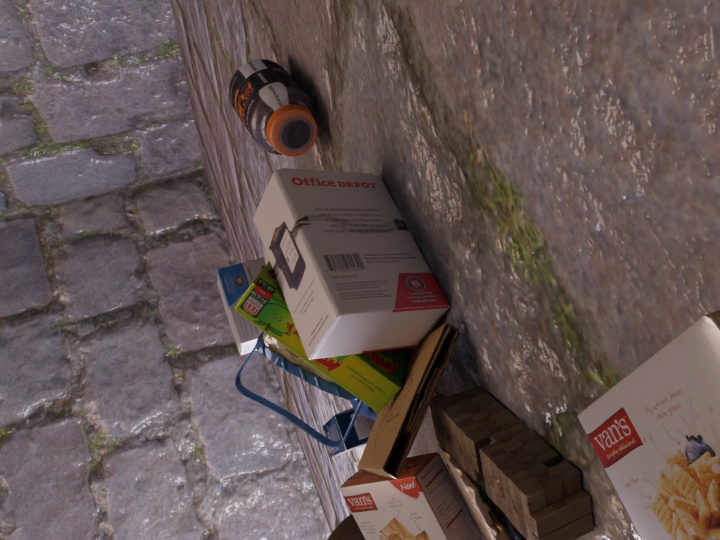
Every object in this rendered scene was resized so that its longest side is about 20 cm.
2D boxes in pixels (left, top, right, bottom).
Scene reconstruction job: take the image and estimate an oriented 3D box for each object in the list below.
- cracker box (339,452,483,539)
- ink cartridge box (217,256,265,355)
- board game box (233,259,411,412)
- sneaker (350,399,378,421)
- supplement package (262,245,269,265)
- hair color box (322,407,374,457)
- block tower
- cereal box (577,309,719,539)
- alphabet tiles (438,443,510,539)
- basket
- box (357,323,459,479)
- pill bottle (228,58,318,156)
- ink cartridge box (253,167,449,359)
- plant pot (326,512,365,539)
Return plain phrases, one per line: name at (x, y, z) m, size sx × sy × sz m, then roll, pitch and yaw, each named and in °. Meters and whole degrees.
cracker box at (0.076, 0.327, 0.843) m, size 0.134 × 0.058 × 0.200 m, roll -26°, pitch 92°, yaw 43°
ink cartridge box at (-0.143, 0.048, 1.268) m, size 0.086 × 0.200 × 0.147 m, roll 115°, pitch 136°, yaw -68°
board game box at (-0.037, 0.064, 0.812) m, size 0.048 × 0.200 × 0.102 m, roll -51°, pitch 6°, yaw 28°
sneaker at (0.022, 0.190, 1.034) m, size 0.200 × 0.066 × 0.079 m, roll -131°, pitch 46°, yaw -68°
supplement package at (-0.067, 0.037, 1.121) m, size 0.200 × 0.121 × 0.120 m, roll -127°, pitch 25°, yaw -53°
hair color box at (-0.002, 0.264, 1.177) m, size 0.200 × 0.100 × 0.061 m, roll 116°, pitch 136°, yaw -70°
block tower at (0.131, 0.172, 0.649) m, size 0.200 × 0.058 × 0.054 m, roll -144°, pitch 40°, yaw -65°
cereal box at (0.198, 0.134, 0.349) m, size 0.144 × 0.039 × 0.200 m, roll 109°, pitch 142°, yaw -56°
alphabet tiles at (0.141, 0.276, 0.728) m, size 0.196 × 0.015 × 0.200 m, roll 62°, pitch 176°, yaw -12°
basket at (-0.059, 0.123, 0.947) m, size 0.200 × 0.176 × 0.139 m, roll -60°, pitch -3°, yaw 14°
box at (0.048, 0.151, 0.786) m, size 0.164 × 0.021 × 0.200 m, roll -64°, pitch 1°, yaw -16°
pill bottle at (-0.128, -0.243, 1.064) m, size 0.200 × 0.106 × 0.106 m, roll -126°, pitch 23°, yaw -51°
ink cartridge box at (-0.016, -0.013, 0.778) m, size 0.084 × 0.144 × 0.200 m, roll -56°, pitch 48°, yaw 41°
plant pot at (0.060, 0.508, 1.121) m, size 0.200 × 0.187 × 0.187 m, roll 29°, pitch 136°, yaw 51°
